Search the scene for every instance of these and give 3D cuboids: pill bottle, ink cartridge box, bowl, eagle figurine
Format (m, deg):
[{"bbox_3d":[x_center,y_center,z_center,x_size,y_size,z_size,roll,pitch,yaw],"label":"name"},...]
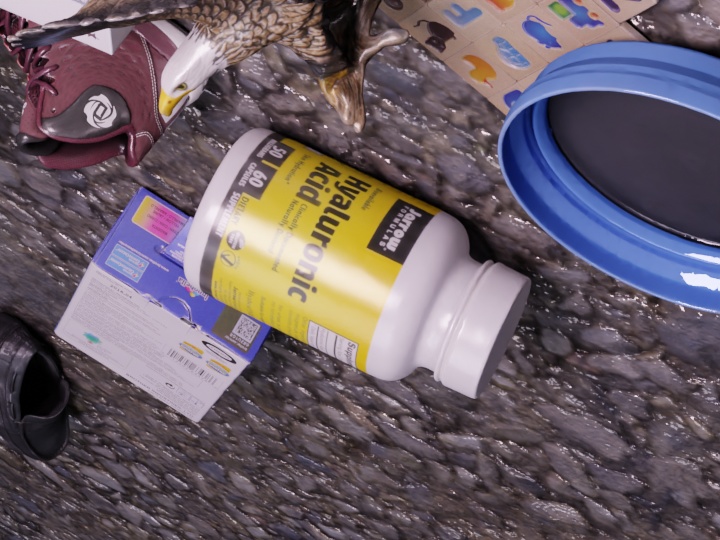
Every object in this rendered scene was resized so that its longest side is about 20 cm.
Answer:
[{"bbox_3d":[0.000,0.000,1.292,0.199,0.112,0.112,25,154,10],"label":"pill bottle"},{"bbox_3d":[-0.134,0.024,1.522,0.136,0.077,0.200,32,156,-5],"label":"ink cartridge box"},{"bbox_3d":[0.170,-0.047,1.092,0.199,0.040,0.201,22,156,11],"label":"bowl"},{"bbox_3d":[-0.073,-0.142,1.023,0.199,0.152,0.151,27,169,-35],"label":"eagle figurine"}]

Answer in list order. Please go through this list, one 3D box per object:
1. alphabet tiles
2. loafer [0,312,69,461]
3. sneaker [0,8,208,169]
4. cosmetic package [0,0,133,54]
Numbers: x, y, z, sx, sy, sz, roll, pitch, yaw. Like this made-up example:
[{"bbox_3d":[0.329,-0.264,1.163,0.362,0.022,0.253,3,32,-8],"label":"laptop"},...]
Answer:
[{"bbox_3d":[0.084,-0.134,1.078,0.199,0.008,0.167,38,154,-15],"label":"alphabet tiles"},{"bbox_3d":[-0.294,0.115,1.871,0.070,0.068,0.201,29,153,25],"label":"loafer"},{"bbox_3d":[-0.197,-0.133,1.257,0.199,0.116,0.076,31,155,-2],"label":"sneaker"},{"bbox_3d":[-0.194,-0.225,1.140,0.150,0.052,0.201,21,146,14],"label":"cosmetic package"}]
